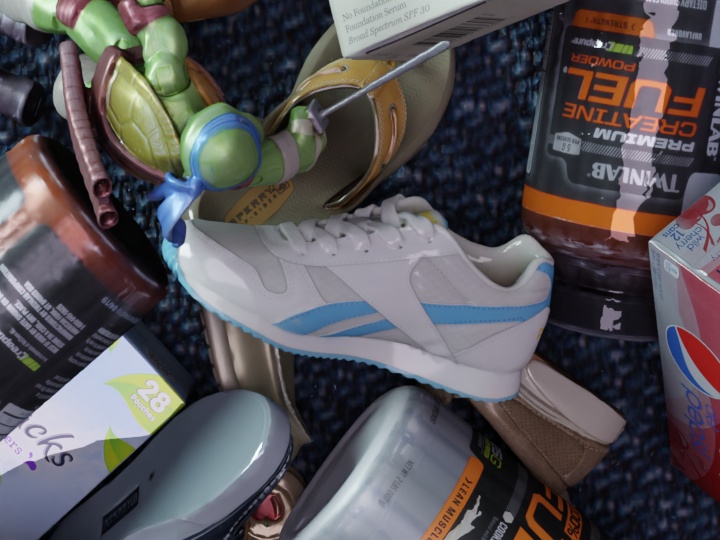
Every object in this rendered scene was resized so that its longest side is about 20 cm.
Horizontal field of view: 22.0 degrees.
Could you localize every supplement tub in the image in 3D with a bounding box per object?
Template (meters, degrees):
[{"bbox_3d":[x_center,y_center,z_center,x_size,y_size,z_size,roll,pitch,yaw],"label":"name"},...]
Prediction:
[{"bbox_3d":[-0.199,0.033,0.913,0.200,0.107,0.107,-40,97,4],"label":"supplement tub"},{"bbox_3d":[0.142,-0.069,0.957,0.106,0.107,0.202,7,99,-1],"label":"supplement tub"},{"bbox_3d":[0.064,0.164,0.977,0.199,0.123,0.123,38,97,-7],"label":"supplement tub"}]

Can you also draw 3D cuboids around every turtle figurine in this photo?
[{"bbox_3d":[-0.074,-0.113,0.885,0.143,0.193,0.202,21,93,-43],"label":"turtle figurine"}]

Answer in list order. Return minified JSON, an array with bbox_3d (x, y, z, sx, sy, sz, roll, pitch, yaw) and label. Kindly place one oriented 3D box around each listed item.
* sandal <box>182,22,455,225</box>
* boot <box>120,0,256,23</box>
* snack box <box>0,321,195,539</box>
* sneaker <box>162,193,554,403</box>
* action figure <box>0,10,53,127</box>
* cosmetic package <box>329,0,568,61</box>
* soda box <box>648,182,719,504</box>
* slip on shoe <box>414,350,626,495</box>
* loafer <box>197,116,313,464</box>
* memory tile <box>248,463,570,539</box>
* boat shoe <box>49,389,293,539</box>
[{"bbox_3d":[-0.015,-0.072,0.957,0.080,0.054,0.200,45,67,-2],"label":"sandal"},{"bbox_3d":[-0.113,-0.223,0.959,0.154,0.074,0.202,-25,96,8],"label":"boot"},{"bbox_3d":[-0.218,0.070,1.006,0.200,0.068,0.169,-43,96,4],"label":"snack box"},{"bbox_3d":[0.000,0.000,0.904,0.198,0.077,0.081,14,109,-22],"label":"sneaker"},{"bbox_3d":[-0.261,-0.136,0.975,0.198,0.069,0.131,18,106,1],"label":"action figure"},{"bbox_3d":[0.025,-0.214,0.917,0.105,0.071,0.202,-19,83,35],"label":"cosmetic package"},{"bbox_3d":[0.196,0.044,0.939,0.070,0.063,0.201,-38,143,-17],"label":"soda box"},{"bbox_3d":[0.052,0.046,1.002,0.199,0.076,0.061,37,94,-13],"label":"slip on shoe"},{"bbox_3d":[-0.055,0.007,0.991,0.068,0.076,0.202,-16,96,-2],"label":"loafer"},{"bbox_3d":[0.021,0.184,1.050,0.198,0.017,0.155,0,99,-1],"label":"memory tile"},{"bbox_3d":[-0.081,0.134,0.982,0.090,0.071,0.200,29,133,-29],"label":"boat shoe"}]
